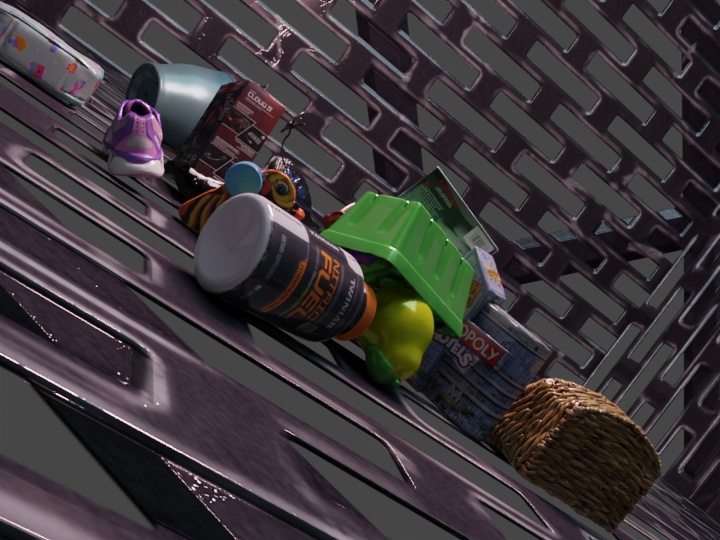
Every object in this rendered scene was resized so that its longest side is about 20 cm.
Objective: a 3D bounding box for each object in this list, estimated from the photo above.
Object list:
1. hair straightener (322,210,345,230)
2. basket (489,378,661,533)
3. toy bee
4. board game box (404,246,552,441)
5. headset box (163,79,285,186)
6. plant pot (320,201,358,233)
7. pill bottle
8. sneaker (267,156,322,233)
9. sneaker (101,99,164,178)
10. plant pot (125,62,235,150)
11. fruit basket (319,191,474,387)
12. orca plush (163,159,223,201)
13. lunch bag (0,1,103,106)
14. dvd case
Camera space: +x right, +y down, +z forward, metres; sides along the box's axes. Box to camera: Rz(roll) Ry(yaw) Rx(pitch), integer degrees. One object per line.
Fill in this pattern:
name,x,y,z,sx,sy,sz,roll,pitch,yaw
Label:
hair straightener,-0.005,0.017,1.105,0.077,0.041,0.201,-54,125,-86
basket,0.284,0.224,1.096,0.199,0.143,0.149,35,5,-24
toy bee,-0.126,-0.094,1.039,0.109,0.199,0.131,53,22,-9
board game box,0.142,0.082,1.081,0.200,0.200,0.062,40,9,33
headset box,-0.207,-0.205,1.258,0.075,0.201,0.148,34,-8,-27
plant pot,0.000,0.000,1.291,0.200,0.202,0.092,34,-33,-26
pill bottle,-0.067,0.009,0.842,0.200,0.107,0.106,32,6,-46
sneaker,-0.125,-0.097,1.384,0.077,0.076,0.201,6,-58,39
sneaker,-0.295,-0.182,1.072,0.080,0.089,0.200,0,18,-20
plant pot,-0.390,-0.352,1.745,0.187,0.201,0.200,9,24,-47
fruit basket,0.037,0.036,0.991,0.155,0.217,0.215,17,-10,42
orca plush,-0.189,-0.086,1.142,0.200,0.105,0.072,50,26,-55
lunch bag,-0.512,-0.346,1.316,0.199,0.077,0.160,35,3,-24
dvd case,0.071,-0.027,1.141,0.146,0.200,0.022,53,9,0
